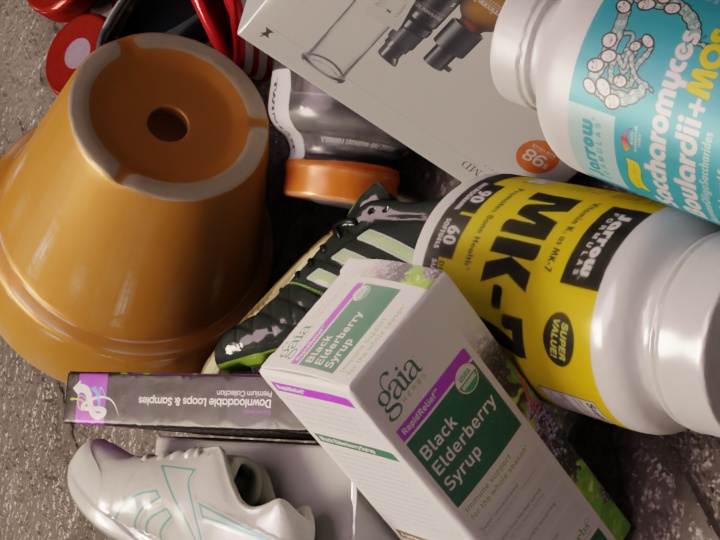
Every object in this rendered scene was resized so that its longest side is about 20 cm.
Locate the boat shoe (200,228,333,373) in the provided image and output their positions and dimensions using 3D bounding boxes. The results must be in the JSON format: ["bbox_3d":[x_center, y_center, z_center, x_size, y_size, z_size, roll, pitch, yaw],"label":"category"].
[{"bbox_3d":[-0.037,0.045,1.059,0.066,0.072,0.201,51,129,13],"label":"boat shoe"}]

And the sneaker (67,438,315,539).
[{"bbox_3d":[-0.091,0.131,0.923,0.200,0.070,0.081,26,95,43],"label":"sneaker"}]

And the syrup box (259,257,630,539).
[{"bbox_3d":[0.046,0.092,0.843,0.081,0.200,0.079,8,52,52],"label":"syrup box"}]

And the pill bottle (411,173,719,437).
[{"bbox_3d":[0.127,0.017,0.830,0.200,0.114,0.115,14,94,51],"label":"pill bottle"}]

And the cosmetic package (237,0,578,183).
[{"bbox_3d":[0.059,-0.132,0.875,0.151,0.200,0.052,-43,25,39],"label":"cosmetic package"}]

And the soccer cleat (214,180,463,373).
[{"bbox_3d":[0.000,0.000,0.968,0.199,0.068,0.081,-25,77,7],"label":"soccer cleat"}]

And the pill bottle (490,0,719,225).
[{"bbox_3d":[0.158,-0.082,0.754,0.200,0.111,0.111,24,103,35],"label":"pill bottle"}]

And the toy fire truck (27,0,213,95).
[{"bbox_3d":[-0.144,-0.197,1.219,0.168,0.112,0.201,-33,58,21],"label":"toy fire truck"}]

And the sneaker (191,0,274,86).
[{"bbox_3d":[-0.044,-0.219,1.080,0.078,0.115,0.201,9,91,51],"label":"sneaker"}]

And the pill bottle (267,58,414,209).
[{"bbox_3d":[0.000,-0.139,1.019,0.106,0.106,0.201,7,88,51],"label":"pill bottle"}]

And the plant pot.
[{"bbox_3d":[-0.141,-0.049,1.061,0.183,0.199,0.201,119,141,-55],"label":"plant pot"}]

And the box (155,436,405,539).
[{"bbox_3d":[-0.020,0.152,0.977,0.200,0.124,0.098,-5,80,51],"label":"box"}]

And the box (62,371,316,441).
[{"bbox_3d":[-0.053,0.081,0.971,0.199,0.143,0.036,0,82,31],"label":"box"}]

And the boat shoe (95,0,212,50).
[{"bbox_3d":[-0.110,-0.206,1.135,0.075,0.062,0.200,41,80,16],"label":"boat shoe"}]
